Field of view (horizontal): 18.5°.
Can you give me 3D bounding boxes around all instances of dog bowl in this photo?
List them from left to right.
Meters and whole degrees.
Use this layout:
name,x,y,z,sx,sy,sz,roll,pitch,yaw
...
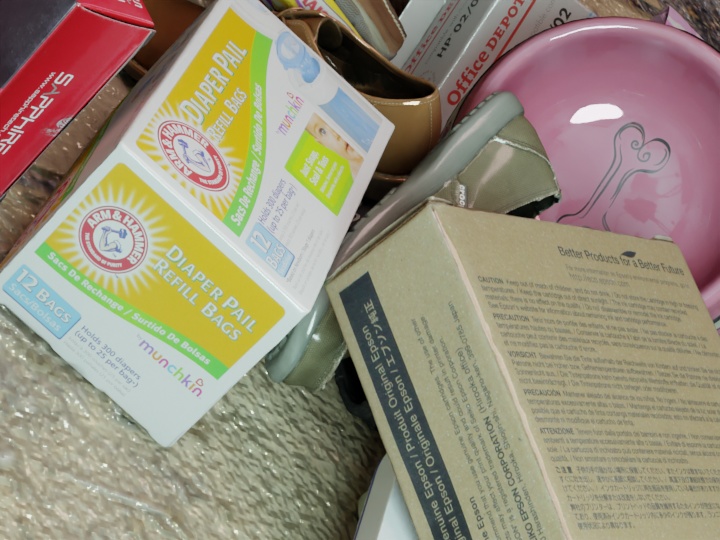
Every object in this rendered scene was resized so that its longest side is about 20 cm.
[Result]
name,x,y,z,sx,sy,sz,roll,pitch,yaw
dog bowl,0.131,-0.042,1.150,0.201,0.200,0.074,54,-4,13

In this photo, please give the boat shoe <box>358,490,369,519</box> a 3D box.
name,x,y,z,sx,sy,sz,roll,pitch,yaw
boat shoe,0.079,0.106,1.089,0.072,0.068,0.200,54,27,17

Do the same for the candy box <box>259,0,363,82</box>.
name,x,y,z,sx,sy,sz,roll,pitch,yaw
candy box,-0.059,-0.163,1.179,0.200,0.026,0.102,51,-15,-25

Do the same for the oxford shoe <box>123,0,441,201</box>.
name,x,y,z,sx,sy,sz,roll,pitch,yaw
oxford shoe,-0.044,-0.110,1.134,0.199,0.072,0.071,24,40,13

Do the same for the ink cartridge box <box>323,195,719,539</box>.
name,x,y,z,sx,sy,sz,roll,pitch,yaw
ink cartridge box,0.094,0.065,0.980,0.199,0.075,0.166,7,54,-49

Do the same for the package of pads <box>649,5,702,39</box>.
name,x,y,z,sx,sy,sz,roll,pitch,yaw
package of pads,0.225,-0.061,1.446,0.200,0.120,0.076,43,25,-9

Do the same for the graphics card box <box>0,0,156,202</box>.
name,x,y,z,sx,sy,sz,roll,pitch,yaw
graphics card box,-0.178,-0.145,0.990,0.051,0.125,0.201,10,46,-48

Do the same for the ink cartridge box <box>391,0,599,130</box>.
name,x,y,z,sx,sy,sz,roll,pitch,yaw
ink cartridge box,0.094,-0.111,1.320,0.199,0.116,0.068,33,1,-24

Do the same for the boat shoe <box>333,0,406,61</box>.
name,x,y,z,sx,sy,sz,roll,pitch,yaw
boat shoe,-0.025,-0.196,1.197,0.076,0.072,0.200,25,-23,50

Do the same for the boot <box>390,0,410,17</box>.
name,x,y,z,sx,sy,sz,roll,pitch,yaw
boot,0.057,-0.207,1.372,0.199,0.146,0.070,13,31,-47

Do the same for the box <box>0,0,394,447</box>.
name,x,y,z,sx,sy,sz,roll,pitch,yaw
box,-0.072,-0.031,1.014,0.112,0.101,0.200,41,28,-11

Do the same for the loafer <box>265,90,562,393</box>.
name,x,y,z,sx,sy,sz,roll,pitch,yaw
loafer,0.032,-0.007,1.046,0.070,0.075,0.200,44,60,0

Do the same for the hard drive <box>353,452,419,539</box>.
name,x,y,z,sx,sy,sz,roll,pitch,yaw
hard drive,0.079,0.172,0.947,0.200,0.025,0.132,39,29,-10

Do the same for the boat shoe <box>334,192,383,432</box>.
name,x,y,z,sx,sy,sz,roll,pitch,yaw
boat shoe,0.000,0.000,1.121,0.066,0.070,0.201,23,43,-40
